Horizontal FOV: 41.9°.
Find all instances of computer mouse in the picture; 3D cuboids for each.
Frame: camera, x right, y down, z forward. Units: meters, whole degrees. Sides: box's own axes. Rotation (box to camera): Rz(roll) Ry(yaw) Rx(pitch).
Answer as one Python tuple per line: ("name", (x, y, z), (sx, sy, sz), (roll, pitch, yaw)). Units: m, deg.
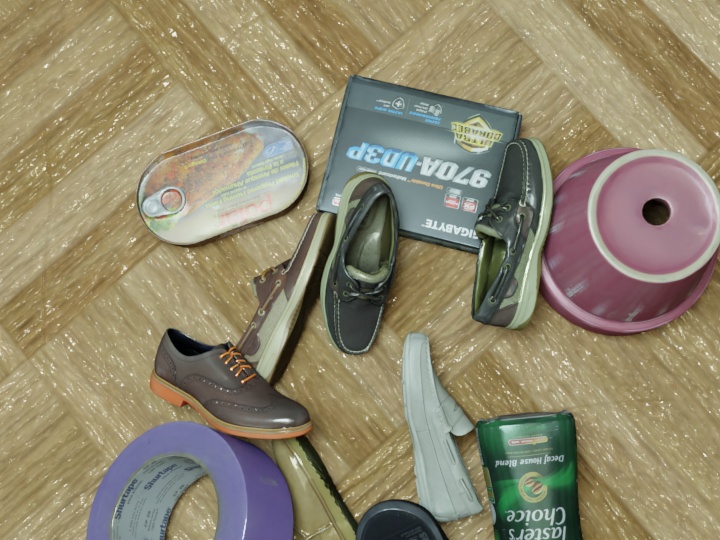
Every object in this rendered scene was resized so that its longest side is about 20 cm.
("computer mouse", (0.059, 0.317, 0.966), (0.138, 0.053, 0.201), (-23, 100, 10))

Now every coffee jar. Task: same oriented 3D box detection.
("coffee jar", (0.180, 0.249, 0.966), (0.103, 0.085, 0.202), (-7, 82, 2))

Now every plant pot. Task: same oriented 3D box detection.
("plant pot", (0.277, -0.039, 0.955), (0.198, 0.179, 0.202), (-1, 82, 4))

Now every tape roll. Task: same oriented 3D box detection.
("tape roll", (-0.172, 0.258, 0.939), (0.199, 0.085, 0.201), (-12, 63, 25))

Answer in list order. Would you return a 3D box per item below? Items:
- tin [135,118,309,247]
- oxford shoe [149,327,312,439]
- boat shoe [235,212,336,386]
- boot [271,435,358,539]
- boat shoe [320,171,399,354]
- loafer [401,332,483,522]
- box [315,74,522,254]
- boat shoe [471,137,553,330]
("tin", (-0.153, -0.096, 1.056), (0.199, 0.042, 0.113), (-19, 77, 0))
("oxford shoe", (-0.136, 0.118, 0.977), (0.199, 0.071, 0.073), (17, 107, 22))
("boat shoe", (-0.088, 0.023, 1.019), (0.072, 0.072, 0.201), (23, 95, 12))
("boot", (-0.113, 0.279, 0.988), (0.199, 0.066, 0.176), (-31, 80, 0))
("boat shoe", (0.000, 0.000, 0.989), (0.073, 0.065, 0.202), (0, 107, -13))
("loafer", (0.085, 0.163, 0.992), (0.069, 0.070, 0.202), (-10, 91, 7))
("box", (0.065, -0.117, 1.043), (0.198, 0.046, 0.160), (14, 83, 4))
("boat shoe", (0.151, -0.040, 0.972), (0.066, 0.072, 0.203), (5, 91, -23))
